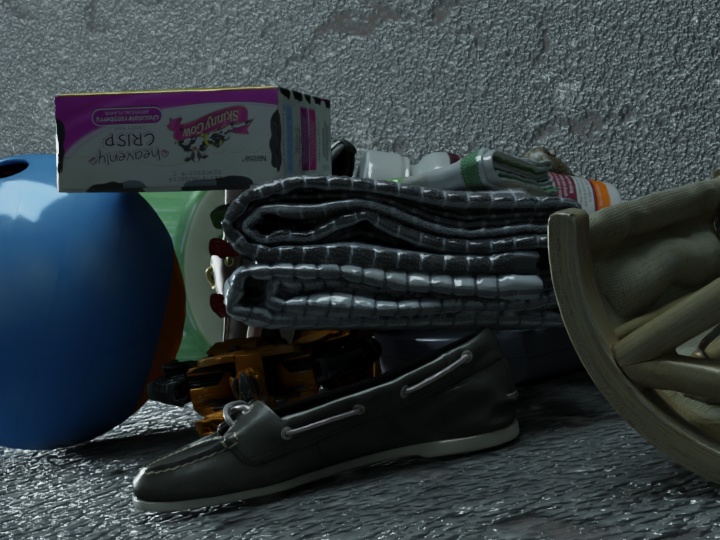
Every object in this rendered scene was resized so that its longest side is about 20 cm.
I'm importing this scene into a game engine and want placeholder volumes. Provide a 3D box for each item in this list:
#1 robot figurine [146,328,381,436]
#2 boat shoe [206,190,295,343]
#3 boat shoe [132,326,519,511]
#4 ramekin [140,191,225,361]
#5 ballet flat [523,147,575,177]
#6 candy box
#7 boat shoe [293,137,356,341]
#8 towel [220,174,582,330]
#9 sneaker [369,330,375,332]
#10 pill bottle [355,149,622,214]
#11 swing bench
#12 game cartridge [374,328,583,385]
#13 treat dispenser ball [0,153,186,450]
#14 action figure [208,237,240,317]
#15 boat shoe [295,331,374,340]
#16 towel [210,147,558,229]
[{"bbox_3d":[-0.049,0.068,0.912,0.144,0.059,0.200,-10,3,9],"label":"robot figurine"},{"bbox_3d":[-0.080,-0.009,1.075,0.059,0.201,0.072,6,-4,19],"label":"boat shoe"},{"bbox_3d":[-0.019,0.073,0.724,0.199,0.057,0.067,-11,3,-9],"label":"boat shoe"},{"bbox_3d":[-0.126,-0.005,1.254,0.097,0.201,0.200,2,11,40],"label":"ramekin"},{"bbox_3d":[0.174,-0.040,1.236,0.067,0.047,0.200,-12,-37,19],"label":"ballet flat"},{"bbox_3d":[-0.098,-0.082,0.920,0.136,0.061,0.200,-1,5,7],"label":"candy box"},{"bbox_3d":[-0.050,-0.010,1.134,0.067,0.201,0.072,12,2,22],"label":"boat shoe"},{"bbox_3d":[0.023,-0.010,0.803,0.199,0.086,0.166,0,-2,-5],"label":"towel"},{"bbox_3d":[0.065,-0.001,1.030,0.199,0.071,0.076,-9,0,11],"label":"sneaker"},{"bbox_3d":[0.093,-0.029,1.120,0.199,0.115,0.114,10,1,-7],"label":"pill bottle"},{"bbox_3d":[0.214,0.005,0.599,0.199,0.130,0.199,-15,1,36],"label":"swing bench"},{"bbox_3d":[0.097,0.048,0.989,0.133,0.042,0.200,-17,6,-26],"label":"game cartridge"},{"bbox_3d":[-0.220,0.021,0.990,0.200,0.202,0.201,-10,3,1],"label":"treat dispenser ball"},{"bbox_3d":[0.000,0.000,0.977,0.199,0.066,0.052,-2,-9,11],"label":"action figure"},{"bbox_3d":[0.024,0.028,1.206,0.201,0.075,0.086,-13,3,-9],"label":"boat shoe"},{"bbox_3d":[0.019,-0.051,0.970,0.199,0.031,0.149,-8,-6,24],"label":"towel"}]
